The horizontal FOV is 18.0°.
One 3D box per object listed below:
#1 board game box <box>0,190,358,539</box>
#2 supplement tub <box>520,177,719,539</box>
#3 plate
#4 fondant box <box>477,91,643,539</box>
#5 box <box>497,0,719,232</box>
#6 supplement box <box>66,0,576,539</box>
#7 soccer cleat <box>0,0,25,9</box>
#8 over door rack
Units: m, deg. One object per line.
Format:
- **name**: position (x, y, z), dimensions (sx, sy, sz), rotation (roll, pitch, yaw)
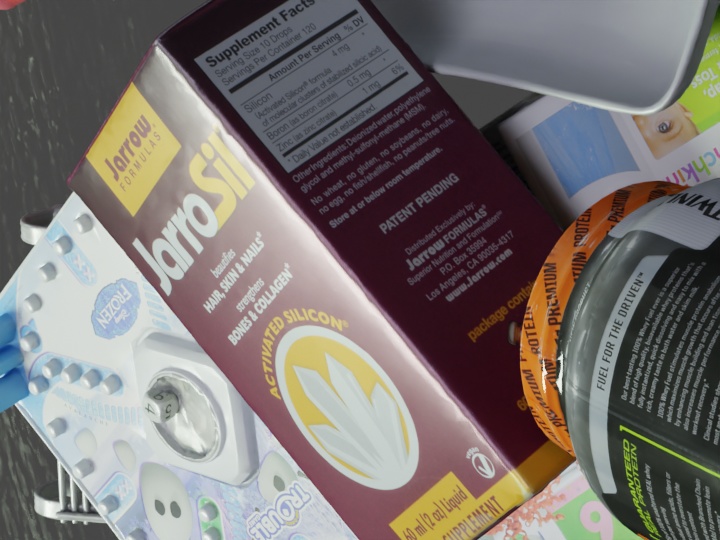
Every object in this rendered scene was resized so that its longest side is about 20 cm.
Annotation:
- **board game box**: position (-0.073, 0.060, 0.937), dimensions (0.200, 0.026, 0.200), rotation (51, 136, 8)
- **supplement tub**: position (0.144, 0.043, 0.667), dimensions (0.200, 0.122, 0.123), rotation (26, 121, 50)
- **plate**: position (0.079, -0.156, 0.791), dimensions (0.200, 0.032, 0.201), rotation (17, 87, 53)
- **fondant box**: position (0.071, 0.049, 0.893), dimensions (0.144, 0.058, 0.201), rotation (-32, 89, 26)
- **box**: position (0.166, -0.058, 0.783), dimensions (0.200, 0.101, 0.113), rotation (-34, 84, 39)
- **supplement box**: position (0.000, 0.000, 0.810), dimensions (0.200, 0.086, 0.110), rotation (50, 145, 5)
- **soccer cleat**: position (-0.194, -0.210, 1.037), dimensions (0.076, 0.067, 0.201), rotation (-35, 76, 8)
- **over door rack**: position (-0.054, 0.050, 1.017), dimensions (0.199, 0.067, 0.149), rotation (7, 110, 20)
